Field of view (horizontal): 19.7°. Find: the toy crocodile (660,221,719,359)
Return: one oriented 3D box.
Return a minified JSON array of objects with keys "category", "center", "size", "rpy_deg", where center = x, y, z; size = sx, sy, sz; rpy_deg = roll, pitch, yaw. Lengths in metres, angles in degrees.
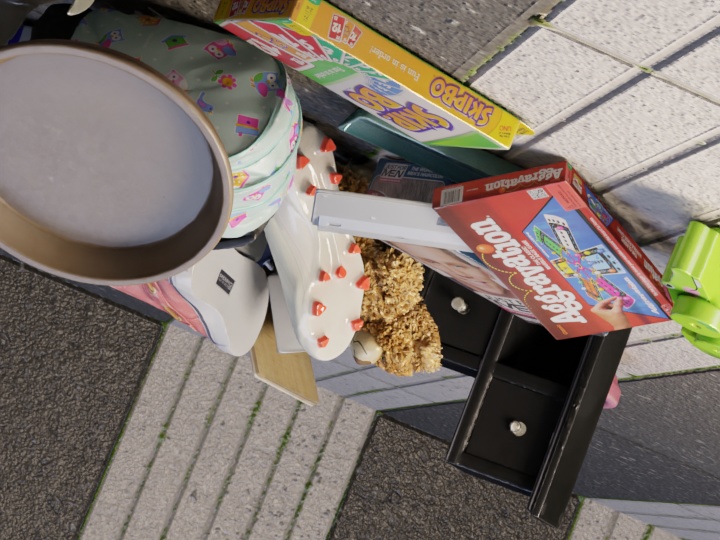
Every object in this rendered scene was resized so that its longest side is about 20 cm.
[{"category":"toy crocodile","center":[0.239,0.015,1.426],"size":[0.062,0.068,0.200],"rpy_deg":[19,171,24]}]

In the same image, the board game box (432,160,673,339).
[{"category":"board game box","center":[0.142,-0.010,1.462],"size":[0.103,0.019,0.200],"rpy_deg":[-10,146,30]}]

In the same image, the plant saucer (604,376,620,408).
[{"category":"plant saucer","center":[0.168,0.078,2.057],"size":[0.200,0.051,0.201],"rpy_deg":[22,171,4]}]

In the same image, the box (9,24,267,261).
[{"category":"box","center":[-0.182,-0.102,1.633],"size":[0.200,0.105,0.184],"rpy_deg":[16,170,30]}]

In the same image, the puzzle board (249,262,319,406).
[{"category":"puzzle board","center":[-0.089,0.016,1.877],"size":[0.017,0.201,0.151],"rpy_deg":[-17,162,15]}]

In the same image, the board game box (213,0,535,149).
[{"category":"board game box","center":[0.011,-0.122,1.302],"size":[0.200,0.030,0.095],"rpy_deg":[25,172,-32]}]

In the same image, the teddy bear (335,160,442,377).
[{"category":"teddy bear","center":[0.000,0.000,1.670],"size":[0.145,0.067,0.200],"rpy_deg":[18,130,38]}]

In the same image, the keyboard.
[{"category":"keyboard","center":[0.065,-0.032,1.471],"size":[0.199,0.011,0.056],"rpy_deg":[8,150,-2]}]

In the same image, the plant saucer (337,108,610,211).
[{"category":"plant saucer","center":[0.083,-0.071,1.459],"size":[0.200,0.019,0.070],"rpy_deg":[25,171,-12]}]

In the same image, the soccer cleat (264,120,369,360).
[{"category":"soccer cleat","center":[-0.043,-0.027,1.606],"size":[0.069,0.201,0.077],"rpy_deg":[-27,-150,-34]}]

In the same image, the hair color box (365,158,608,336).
[{"category":"hair color box","center":[0.103,-0.017,1.597],"size":[0.200,0.061,0.100],"rpy_deg":[29,168,-35]}]

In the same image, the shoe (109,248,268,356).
[{"category":"shoe","center":[-0.139,0.005,1.628],"size":[0.091,0.072,0.200],"rpy_deg":[18,166,18]}]

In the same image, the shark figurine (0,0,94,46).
[{"category":"shark figurine","center":[-0.209,-0.178,1.306],"size":[0.214,0.090,0.128],"rpy_deg":[17,172,40]}]

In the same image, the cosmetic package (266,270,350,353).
[{"category":"cosmetic package","center":[-0.017,0.024,1.846],"size":[0.101,0.074,0.200],"rpy_deg":[-7,-178,8]}]

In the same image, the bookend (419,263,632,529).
[{"category":"bookend","center":[0.107,0.091,1.785],"size":[0.200,0.199,0.092],"rpy_deg":[19,173,20]}]

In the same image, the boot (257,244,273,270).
[{"category":"boot","center":[-0.076,-0.036,1.820],"size":[0.073,0.091,0.200],"rpy_deg":[14,169,40]}]

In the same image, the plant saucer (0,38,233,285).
[{"category":"plant saucer","center":[-0.176,-0.071,1.325],"size":[0.199,0.030,0.200],"rpy_deg":[7,134,7]}]

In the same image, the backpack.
[{"category":"backpack","center":[-0.140,-0.095,1.404],"size":[0.199,0.167,0.127],"rpy_deg":[15,154,5]}]
